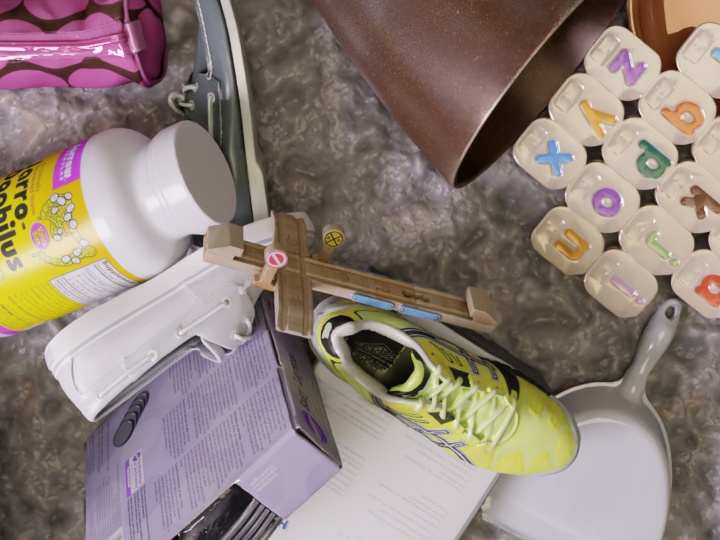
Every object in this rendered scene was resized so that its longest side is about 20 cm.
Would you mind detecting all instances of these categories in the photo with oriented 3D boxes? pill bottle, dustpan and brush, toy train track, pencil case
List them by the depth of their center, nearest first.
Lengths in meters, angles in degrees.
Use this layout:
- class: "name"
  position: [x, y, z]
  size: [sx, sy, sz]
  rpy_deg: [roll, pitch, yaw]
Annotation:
- class: "toy train track"
  position: [0.000, 0.000, 0.768]
  size: [0.198, 0.115, 0.033]
  rpy_deg: [15, 127, -18]
- class: "pill bottle"
  position: [-0.187, -0.032, 0.826]
  size: [0.199, 0.104, 0.105]
  rpy_deg: [-21, 96, 20]
- class: "pencil case"
  position: [-0.237, -0.160, 0.840]
  size: [0.198, 0.094, 0.092]
  rpy_deg: [-4, 94, 1]
- class: "dustpan and brush"
  position: [0.188, 0.114, 0.889]
  size: [0.139, 0.057, 0.201]
  rpy_deg: [26, 104, -3]

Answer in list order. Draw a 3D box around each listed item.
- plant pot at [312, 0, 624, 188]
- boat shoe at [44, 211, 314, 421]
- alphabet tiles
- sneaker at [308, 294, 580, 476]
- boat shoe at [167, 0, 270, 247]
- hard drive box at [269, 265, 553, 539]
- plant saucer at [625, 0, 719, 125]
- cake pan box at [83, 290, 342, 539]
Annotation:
- class: "plant pot"
  position: [0.048, -0.190, 0.799]
  size: [0.200, 0.187, 0.187]
  rpy_deg: [41, 96, 9]
- class: "boat shoe"
  position: [-0.108, 0.031, 0.807]
  size: [0.199, 0.072, 0.069]
  rpy_deg: [-29, 79, -20]
- class: "alphabet tiles"
  position: [0.214, -0.068, 0.851]
  size: [0.195, 0.015, 0.200]
  rpy_deg: [38, 108, 0]
- class: "sneaker"
  position: [0.053, 0.084, 0.794]
  size: [0.199, 0.076, 0.076]
  rpy_deg: [25, 96, -2]
- class: "boat shoe"
  position: [-0.104, -0.111, 0.854]
  size: [0.061, 0.073, 0.202]
  rpy_deg: [-9, 102, -1]
- class: "hard drive box"
  position: [0.018, 0.124, 0.876]
  size: [0.155, 0.077, 0.201]
  rpy_deg: [32, 96, -2]
- class: "plant saucer"
  position: [0.283, -0.191, 0.852]
  size: [0.198, 0.037, 0.202]
  rpy_deg: [0, 97, 1]
- class: "cake pan box"
  position: [-0.106, 0.123, 0.813]
  size: [0.184, 0.200, 0.052]
  rpy_deg: [-44, 118, 10]
